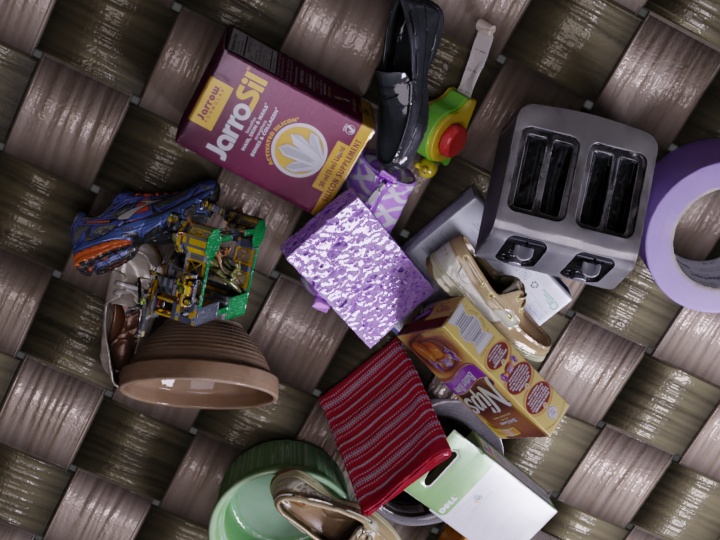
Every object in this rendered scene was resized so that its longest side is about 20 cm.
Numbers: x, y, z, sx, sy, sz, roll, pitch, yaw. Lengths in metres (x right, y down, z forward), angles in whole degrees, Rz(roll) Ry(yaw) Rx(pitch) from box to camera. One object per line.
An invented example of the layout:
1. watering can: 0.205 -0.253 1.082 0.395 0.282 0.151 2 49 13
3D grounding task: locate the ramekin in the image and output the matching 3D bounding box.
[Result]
1. ramekin: -0.103 0.327 1.753 0.198 0.098 0.202 -1 114 -2

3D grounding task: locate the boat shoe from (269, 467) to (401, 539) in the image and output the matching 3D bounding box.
1. boat shoe: -0.032 0.329 1.668 0.199 0.063 0.074 31 108 -15

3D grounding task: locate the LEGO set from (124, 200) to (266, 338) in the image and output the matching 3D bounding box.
1. LEGO set: -0.206 -0.011 1.555 0.115 0.200 0.155 16 109 16

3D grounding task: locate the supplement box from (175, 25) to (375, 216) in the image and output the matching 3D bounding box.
1. supplement box: -0.098 -0.173 1.526 0.199 0.103 0.132 26 112 -13

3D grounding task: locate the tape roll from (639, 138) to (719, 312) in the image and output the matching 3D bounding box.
1. tape roll: 0.441 -0.055 1.618 0.198 0.085 0.202 -1 115 -3

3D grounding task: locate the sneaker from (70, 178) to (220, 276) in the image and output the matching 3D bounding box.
1. sneaker: -0.264 -0.069 1.581 0.198 0.075 0.079 -23 74 -8

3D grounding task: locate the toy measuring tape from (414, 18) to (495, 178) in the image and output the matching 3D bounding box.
1. toy measuring tape: 0.103 -0.199 1.539 0.073 0.074 0.201 15 115 -10

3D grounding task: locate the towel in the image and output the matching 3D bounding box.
1. towel: 0.027 0.196 1.651 0.144 0.201 0.022 -39 136 15

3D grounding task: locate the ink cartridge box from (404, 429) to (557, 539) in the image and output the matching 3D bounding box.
1. ink cartridge box: 0.146 0.279 1.669 0.200 0.059 0.104 39 101 -24

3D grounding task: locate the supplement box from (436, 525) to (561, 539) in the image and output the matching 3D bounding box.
1. supplement box: 0.204 0.420 1.824 0.199 0.074 0.127 25 111 -14

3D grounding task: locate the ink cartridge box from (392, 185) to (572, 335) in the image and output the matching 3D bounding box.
1. ink cartridge box: 0.133 0.027 1.662 0.200 0.041 0.200 -40 110 14

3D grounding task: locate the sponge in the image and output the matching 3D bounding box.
1. sponge: 0.000 0.000 1.560 0.111 0.030 0.200 -40 132 2

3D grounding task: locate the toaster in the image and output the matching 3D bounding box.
1. toaster: 0.246 -0.093 1.538 0.179 0.119 0.202 14 80 -3

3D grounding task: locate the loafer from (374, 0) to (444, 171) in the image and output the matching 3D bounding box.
1. loafer: 0.044 -0.217 1.507 0.070 0.068 0.203 5 98 -43

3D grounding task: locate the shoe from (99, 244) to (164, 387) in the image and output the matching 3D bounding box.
1. shoe: -0.289 0.055 1.646 0.069 0.053 0.202 10 113 -7

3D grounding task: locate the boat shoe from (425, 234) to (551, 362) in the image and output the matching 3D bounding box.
1. boat shoe: 0.170 0.035 1.604 0.200 0.074 0.066 39 113 -18

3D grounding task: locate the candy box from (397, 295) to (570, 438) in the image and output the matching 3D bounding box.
1. candy box: 0.151 0.123 1.609 0.200 0.116 0.057 44 66 -14

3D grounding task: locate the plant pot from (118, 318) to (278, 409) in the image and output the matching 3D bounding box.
1. plant pot: -0.199 0.112 1.633 0.199 0.201 0.094 3 73 -4

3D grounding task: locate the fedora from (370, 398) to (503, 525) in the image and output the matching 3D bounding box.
1. fedora: 0.084 0.240 1.727 0.200 0.090 0.177 -42 111 7

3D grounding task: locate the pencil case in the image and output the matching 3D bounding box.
1. pencil case: -0.003 -0.050 1.597 0.083 0.086 0.201 21 113 -13
